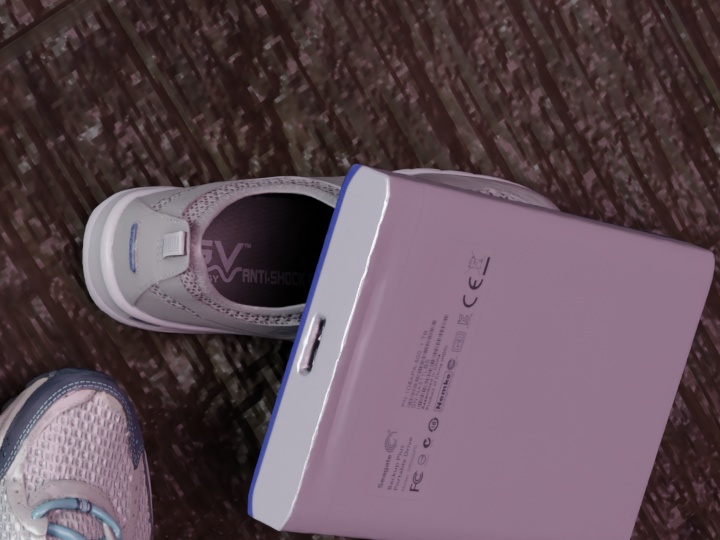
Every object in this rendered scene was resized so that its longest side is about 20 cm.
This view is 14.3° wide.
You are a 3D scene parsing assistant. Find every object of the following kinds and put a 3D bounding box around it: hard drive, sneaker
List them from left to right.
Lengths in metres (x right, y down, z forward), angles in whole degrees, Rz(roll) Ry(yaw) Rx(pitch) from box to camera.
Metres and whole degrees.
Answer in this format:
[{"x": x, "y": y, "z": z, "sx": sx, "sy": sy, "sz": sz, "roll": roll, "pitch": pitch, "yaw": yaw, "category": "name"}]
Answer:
[{"x": -0.103, "y": 0.135, "z": 1.026, "sx": 0.077, "sy": 0.086, "sz": 0.201, "roll": 10, "pitch": 85, "yaw": -27, "category": "sneaker"}, {"x": 0.000, "y": 0.000, "z": 1.080, "sx": 0.199, "sy": 0.082, "sz": 0.075, "roll": -4, "pitch": 92, "yaw": -27, "category": "sneaker"}, {"x": 0.050, "y": 0.040, "z": 1.084, "sx": 0.200, "sy": 0.025, "sz": 0.133, "roll": 11, "pitch": 98, "yaw": -48, "category": "hard drive"}]
